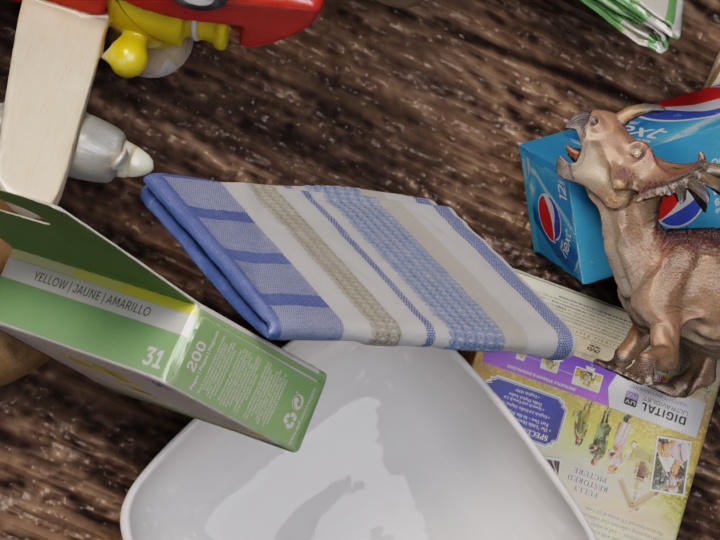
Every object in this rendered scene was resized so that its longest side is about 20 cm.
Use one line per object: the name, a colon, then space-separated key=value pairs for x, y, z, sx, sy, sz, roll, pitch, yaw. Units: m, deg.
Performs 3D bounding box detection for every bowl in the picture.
bowl: x=-0.002 y=0.139 z=1.192 sx=0.200 sy=0.075 sz=0.200 roll=-38 pitch=84 yaw=-6

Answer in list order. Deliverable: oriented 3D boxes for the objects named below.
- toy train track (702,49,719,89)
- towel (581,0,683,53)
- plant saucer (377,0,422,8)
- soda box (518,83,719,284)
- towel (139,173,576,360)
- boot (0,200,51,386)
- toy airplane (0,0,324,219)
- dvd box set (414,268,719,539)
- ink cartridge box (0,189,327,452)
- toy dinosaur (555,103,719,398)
toy train track: x=0.249 y=-0.184 z=1.325 sx=0.114 sy=0.033 sz=0.201 roll=28 pitch=81 yaw=-13
towel: x=0.094 y=-0.210 z=1.244 sx=0.200 sy=0.023 sz=0.153 roll=33 pitch=36 yaw=-11
plant saucer: x=-0.025 y=-0.220 z=1.174 sx=0.029 sy=0.200 sz=0.200 roll=-38 pitch=99 yaw=20
soda box: x=0.192 y=-0.059 z=1.277 sx=0.199 sy=0.064 sz=0.068 roll=-18 pitch=113 yaw=-17
towel: x=0.000 y=0.000 z=1.164 sx=0.199 sy=0.147 sz=0.024 roll=4 pitch=119 yaw=-39
boot: x=-0.205 y=-0.039 z=1.177 sx=0.075 sy=0.074 sz=0.201 roll=-23 pitch=100 yaw=-31
toy airplane: x=-0.133 y=-0.142 z=1.173 sx=0.200 sy=0.141 sz=0.199 roll=-37 pitch=61 yaw=-4
dvd box set: x=0.109 y=0.114 z=1.268 sx=0.146 sy=0.029 sz=0.201 roll=19 pitch=81 yaw=-14
ink cartridge box: x=-0.129 y=0.017 z=1.097 sx=0.200 sy=0.145 sz=0.048 roll=33 pitch=77 yaw=-46
toy dinosaur: x=0.187 y=0.004 z=1.217 sx=0.200 sy=0.086 sz=0.136 roll=24 pitch=90 yaw=-32
